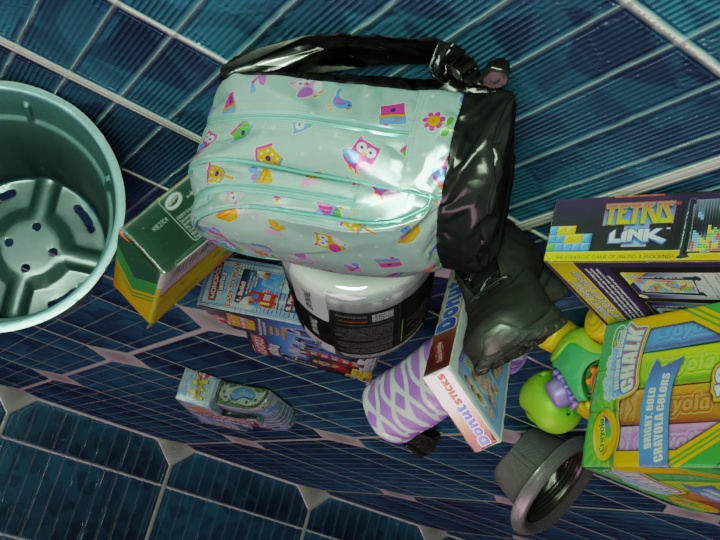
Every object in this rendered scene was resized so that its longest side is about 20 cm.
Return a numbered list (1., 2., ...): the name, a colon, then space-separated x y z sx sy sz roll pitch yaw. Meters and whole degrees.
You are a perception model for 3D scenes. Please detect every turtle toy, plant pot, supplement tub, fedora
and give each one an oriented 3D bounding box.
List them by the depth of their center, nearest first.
1. supplement tub: 0.000 0.000 0.727 0.122 0.123 0.200 13 159 6
2. plant pot: -0.303 -0.037 0.776 0.200 0.200 0.196 18 168 -8
3. turtle toy: 0.236 0.109 0.874 0.146 0.101 0.200 24 158 -22
4. fedora: 0.265 0.302 1.330 0.090 0.177 0.200 38 -177 33

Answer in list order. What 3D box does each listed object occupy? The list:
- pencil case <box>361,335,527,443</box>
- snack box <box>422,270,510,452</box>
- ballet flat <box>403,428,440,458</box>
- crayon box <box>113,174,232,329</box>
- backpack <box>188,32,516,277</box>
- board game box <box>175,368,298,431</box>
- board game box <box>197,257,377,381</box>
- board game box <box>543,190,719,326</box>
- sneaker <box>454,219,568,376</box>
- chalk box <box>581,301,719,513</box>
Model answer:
1. pencil case: 0.086 0.115 0.944 0.085 0.084 0.200 1 150 -41
2. snack box: 0.090 0.049 0.688 0.024 0.200 0.072 -26 109 24
3. ballet flat: 0.070 0.251 1.470 0.066 0.057 0.200 35 172 42
4. crayon box: -0.144 -0.026 0.749 0.051 0.127 0.200 46 156 0
5. backpack: -0.008 -0.062 0.558 0.200 0.127 0.167 9 159 11
6. board game box: -0.244 0.246 1.640 0.200 0.062 0.200 7 159 22
7. board game box: -0.071 0.051 0.978 0.200 0.062 0.200 15 160 1
8. board game box: 0.257 0.010 0.667 0.165 0.057 0.200 2 156 38
9. sneaker: 0.096 0.011 0.637 0.076 0.091 0.200 -33 -176 16
10. chalk box: 0.255 0.109 0.668 0.125 0.124 0.200 23 159 -20
